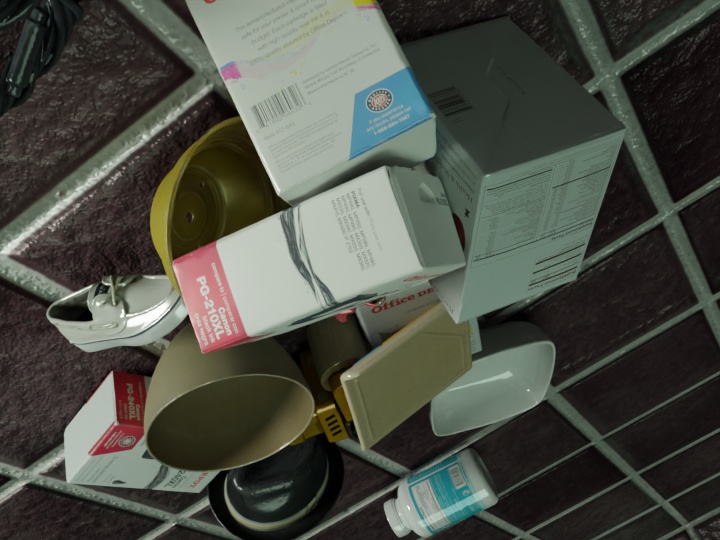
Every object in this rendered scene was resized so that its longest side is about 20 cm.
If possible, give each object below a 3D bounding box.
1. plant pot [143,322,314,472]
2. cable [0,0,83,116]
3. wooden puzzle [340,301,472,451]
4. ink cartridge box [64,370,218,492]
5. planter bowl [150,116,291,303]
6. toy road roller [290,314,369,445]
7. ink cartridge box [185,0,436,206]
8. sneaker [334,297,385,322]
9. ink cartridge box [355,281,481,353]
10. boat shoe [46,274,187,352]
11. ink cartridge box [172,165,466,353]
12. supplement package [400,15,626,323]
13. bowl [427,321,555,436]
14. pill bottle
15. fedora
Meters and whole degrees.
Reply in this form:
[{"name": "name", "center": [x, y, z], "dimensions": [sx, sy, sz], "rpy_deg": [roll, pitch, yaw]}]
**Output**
[{"name": "plant pot", "center": [-0.168, 0.133, 0.946], "dimensions": [0.199, 0.135, 0.201], "rpy_deg": [-14, 141, -11]}, {"name": "cable", "center": [-0.273, -0.154, 0.570], "dimensions": [0.200, 0.051, 0.163], "rpy_deg": [-42, 179, -15]}, {"name": "wooden puzzle", "center": [0.059, 0.119, 0.953], "dimensions": [0.185, 0.037, 0.200], "rpy_deg": [-34, 147, -17]}, {"name": "ink cartridge box", "center": [-0.268, 0.221, 1.040], "dimensions": [0.199, 0.084, 0.145], "rpy_deg": [18, 127, -38]}, {"name": "planter bowl", "center": [-0.141, -0.048, 0.757], "dimensions": [0.083, 0.201, 0.200], "rpy_deg": [9, 155, 32]}, {"name": "toy road roller", "center": [-0.051, 0.154, 1.034], "dimensions": [0.145, 0.123, 0.200], "rpy_deg": [-20, 141, -3]}, {"name": "ink cartridge box", "center": [-0.039, -0.165, 0.620], "dimensions": [0.128, 0.201, 0.125], "rpy_deg": [-26, 173, 4]}, {"name": "sneaker", "center": [0.000, 0.000, 0.827], "dimensions": [0.074, 0.087, 0.200], "rpy_deg": [-48, 172, 34]}, {"name": "ink cartridge box", "center": [0.067, 0.046, 0.997], "dimensions": [0.144, 0.085, 0.200], "rpy_deg": [-21, 140, -1]}, {"name": "boat shoe", "center": [-0.254, 0.035, 0.817], "dimensions": [0.199, 0.072, 0.066], "rpy_deg": [-12, 140, 37]}, {"name": "ink cartridge box", "center": [-0.027, -0.007, 0.648], "dimensions": [0.199, 0.085, 0.145], "rpy_deg": [-22, 175, 20]}, {"name": "supplement package", "center": [0.120, -0.097, 0.759], "dimensions": [0.146, 0.192, 0.201], "rpy_deg": [-19, 142, -16]}, {"name": "bowl", "center": [0.190, 0.156, 1.190], "dimensions": [0.199, 0.075, 0.200], "rpy_deg": [-15, 141, -8]}, {"name": "pill bottle", "center": [0.146, 0.420, 1.445], "dimensions": [0.199, 0.111, 0.111], "rpy_deg": [-28, 141, 9]}, {"name": "fedora", "center": [-0.118, 0.276, 1.090], "dimensions": [0.199, 0.201, 0.092], "rpy_deg": [-11, 143, -14]}]
